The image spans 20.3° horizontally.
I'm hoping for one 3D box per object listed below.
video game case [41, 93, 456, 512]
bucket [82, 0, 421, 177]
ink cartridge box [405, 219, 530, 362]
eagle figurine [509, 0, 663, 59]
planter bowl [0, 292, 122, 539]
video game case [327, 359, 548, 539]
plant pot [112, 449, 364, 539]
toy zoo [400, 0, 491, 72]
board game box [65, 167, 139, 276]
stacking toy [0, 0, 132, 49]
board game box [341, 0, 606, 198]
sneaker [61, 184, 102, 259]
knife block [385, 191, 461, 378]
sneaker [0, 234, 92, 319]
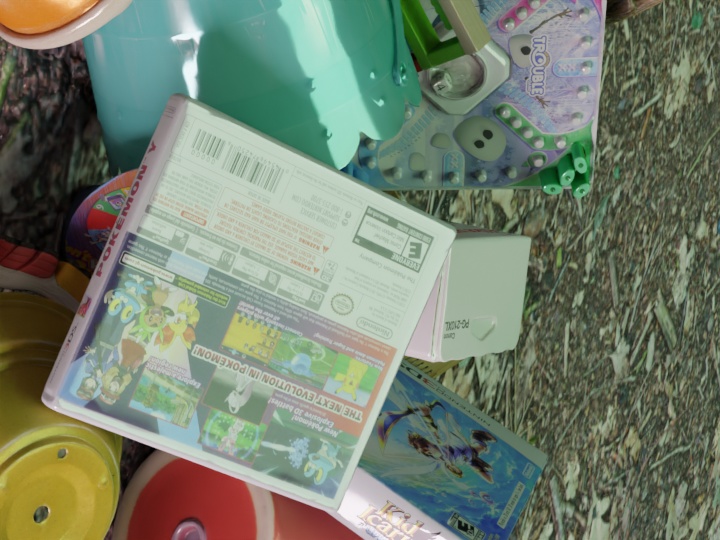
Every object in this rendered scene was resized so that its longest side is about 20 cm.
[{"bbox_3d":[-0.058,0.023,1.130,0.199,0.023,0.183,25,88,-33],"label":"video game case"},{"bbox_3d":[-0.073,-0.146,1.202,0.207,0.206,0.136,-47,132,-45],"label":"bucket"},{"bbox_3d":[0.000,0.000,1.394,0.145,0.199,0.085,-4,105,-62],"label":"ink cartridge box"},{"bbox_3d":[0.119,-0.253,1.429,0.201,0.151,0.151,59,-1,-12],"label":"eagle figurine"},{"bbox_3d":[-0.196,0.120,1.121,0.200,0.083,0.202,-20,122,-35],"label":"planter bowl"},{"bbox_3d":[0.027,0.123,1.361,0.046,0.181,0.200,-59,175,20],"label":"video game case"},{"bbox_3d":[-0.063,0.194,1.383,0.177,0.199,0.202,19,83,-52],"label":"plant pot"},{"bbox_3d":[-0.022,-0.175,1.301,0.020,0.199,0.132,-43,109,-43],"label":"toy zoo"},{"bbox_3d":[-0.080,0.014,1.189,0.199,0.158,0.039,33,45,-30],"label":"board game box"},{"bbox_3d":[-0.199,-0.222,1.039,0.200,0.145,0.147,37,67,-42],"label":"stacking toy"},{"bbox_3d":[0.066,-0.134,1.368,0.026,0.198,0.201,-91,-179,-54],"label":"board game box"},{"bbox_3d":[-0.114,0.013,1.294,0.200,0.082,0.074,47,57,-42],"label":"sneaker"},{"bbox_3d":[0.000,0.056,1.588,0.201,0.175,0.064,63,9,29],"label":"knife block"},{"bbox_3d":[-0.176,0.058,1.230,0.083,0.077,0.200,-62,142,-16],"label":"sneaker"}]
